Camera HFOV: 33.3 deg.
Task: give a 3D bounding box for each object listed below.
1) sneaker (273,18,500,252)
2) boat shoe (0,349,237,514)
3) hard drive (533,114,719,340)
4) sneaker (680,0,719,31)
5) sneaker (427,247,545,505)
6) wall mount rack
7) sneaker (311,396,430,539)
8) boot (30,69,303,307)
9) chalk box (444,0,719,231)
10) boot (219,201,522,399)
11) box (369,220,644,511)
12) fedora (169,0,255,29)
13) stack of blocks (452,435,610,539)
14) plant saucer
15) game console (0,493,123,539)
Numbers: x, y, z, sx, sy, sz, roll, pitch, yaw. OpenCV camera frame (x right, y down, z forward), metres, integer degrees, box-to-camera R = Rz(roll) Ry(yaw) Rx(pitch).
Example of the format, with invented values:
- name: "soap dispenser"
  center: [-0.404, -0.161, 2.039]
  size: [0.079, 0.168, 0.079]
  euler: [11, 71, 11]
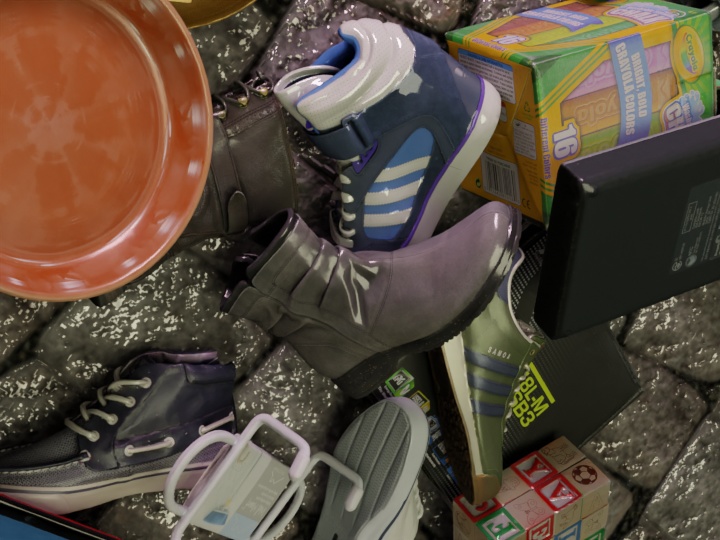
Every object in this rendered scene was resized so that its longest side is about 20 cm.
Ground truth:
- name: "sneaker"
  center: [-0.010, -0.076, 0.826]
  size: [0.145, 0.081, 0.201]
  euler: [23, 114, -25]
- name: "boat shoe"
  center: [-0.173, 0.104, 0.821]
  size: [0.198, 0.074, 0.094]
  euler: [-4, 105, -36]
- name: "hard drive"
  center: [0.219, -0.037, 0.855]
  size: [0.198, 0.033, 0.141]
  euler: [-18, 134, -23]
- name: "sneaker"
  center: [0.300, -0.272, 0.925]
  size: [0.114, 0.075, 0.202]
  euler: [-11, 115, -27]
- name: "sneaker"
  center: [0.100, 0.073, 0.893]
  size: [0.089, 0.067, 0.203]
  euler: [-18, 110, -12]
- name: "wall mount rack"
  center: [-0.080, 0.195, 0.839]
  size: [0.175, 0.074, 0.200]
  euler: [-55, 153, -7]
- name: "sneaker"
  center: [0.015, 0.176, 0.933]
  size: [0.070, 0.073, 0.201]
  euler: [-6, 131, -40]
- name: "boot"
  center: [-0.130, -0.088, 0.782]
  size: [0.173, 0.069, 0.202]
  euler: [-30, 123, -22]
- name: "chalk box"
  center: [0.180, -0.129, 0.887]
  size: [0.198, 0.124, 0.125]
  euler: [-20, 116, -21]
- name: "boot"
  center: [0.000, 0.000, 0.787]
  size: [0.131, 0.070, 0.200]
  euler: [35, 124, -19]
- name: "box"
  center: [0.114, 0.086, 0.972]
  size: [0.192, 0.047, 0.201]
  euler: [-38, 121, -7]
- name: "fedora"
  center: [-0.103, -0.235, 0.724]
  size: [0.198, 0.082, 0.203]
  euler: [-10, 112, -25]
- name: "stack of blocks"
  center: [0.139, 0.247, 1.000]
  size: [0.114, 0.059, 0.202]
  euler: [-24, 134, -24]
- name: "plant saucer"
  center: [-0.175, -0.084, 0.685]
  size: [0.199, 0.032, 0.203]
  euler: [-3, 95, -39]
- name: "game console"
  center: [-0.256, 0.227, 0.770]
  size: [0.199, 0.118, 0.174]
  euler: [28, 75, -25]
